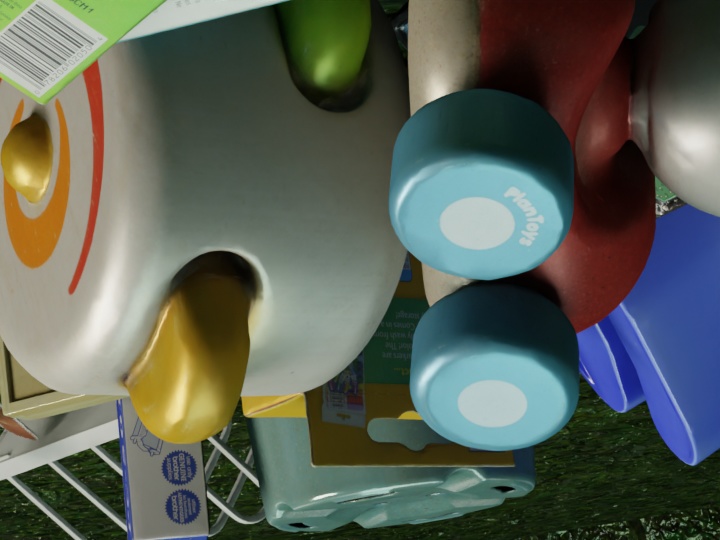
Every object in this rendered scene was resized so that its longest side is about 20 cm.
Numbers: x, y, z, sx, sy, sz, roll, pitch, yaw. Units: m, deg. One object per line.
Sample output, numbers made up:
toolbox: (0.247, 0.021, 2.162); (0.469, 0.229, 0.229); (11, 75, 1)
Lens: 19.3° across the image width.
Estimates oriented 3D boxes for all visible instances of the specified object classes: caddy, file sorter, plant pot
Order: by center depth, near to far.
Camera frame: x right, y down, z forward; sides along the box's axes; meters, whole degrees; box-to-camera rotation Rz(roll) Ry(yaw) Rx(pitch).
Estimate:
caddy: (0.152, -0.003, 1.048); (0.105, 0.200, 0.141); (-38, -146, -10)
plant pot: (0.010, 0.035, 1.167); (0.200, 0.196, 0.200); (-8, 166, -2)
file sorter: (-0.112, 0.091, 1.344); (0.200, 0.139, 0.125); (-22, 122, 44)

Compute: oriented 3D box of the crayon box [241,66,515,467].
crayon box: (0.000, 0.000, 1.012); (0.126, 0.200, 0.052); (4, 162, -38)

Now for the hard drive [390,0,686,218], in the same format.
hard drive: (0.115, -0.095, 0.862); (0.038, 0.140, 0.200); (-49, -169, -35)

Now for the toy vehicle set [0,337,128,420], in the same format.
toy vehicle set: (-0.104, -0.003, 1.099); (0.200, 0.125, 0.027); (-14, 164, 25)

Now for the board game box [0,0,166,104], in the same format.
board game box: (-0.075, -0.134, 0.661); (0.095, 0.030, 0.200); (34, 131, -29)

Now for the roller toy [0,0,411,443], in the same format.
roller toy: (-0.076, -0.039, 0.848); (0.140, 0.200, 0.182); (2, -176, -29)

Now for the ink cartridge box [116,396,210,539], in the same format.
ink cartridge box: (-0.114, 0.055, 1.166); (0.044, 0.200, 0.094); (-5, 166, -8)

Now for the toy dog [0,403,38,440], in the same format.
toy dog: (-0.236, 0.068, 1.320); (0.096, 0.132, 0.200); (-9, -164, -24)

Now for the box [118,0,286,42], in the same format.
box: (-0.009, -0.141, 0.705); (0.200, 0.049, 0.082); (-12, 135, 16)

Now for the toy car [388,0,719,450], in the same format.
toy car: (0.118, -0.050, 0.770); (0.200, 0.185, 0.177); (0, 135, 7)
